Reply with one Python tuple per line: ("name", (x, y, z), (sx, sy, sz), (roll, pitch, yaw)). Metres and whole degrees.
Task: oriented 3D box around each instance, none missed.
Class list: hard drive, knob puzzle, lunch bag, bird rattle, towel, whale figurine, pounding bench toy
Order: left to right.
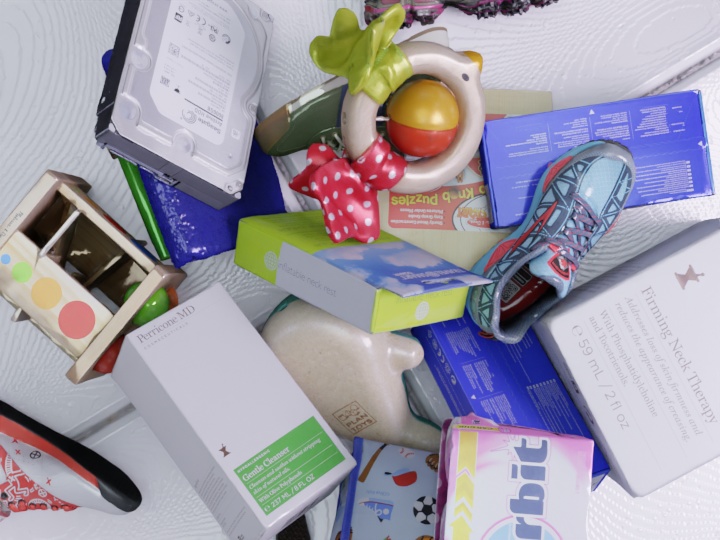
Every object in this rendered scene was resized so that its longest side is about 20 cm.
("pounding bench toy", (-0.224, -0.017, 1.174), (0.156, 0.124, 0.200), (40, 91, 1))
("hard drive", (-0.150, -0.171, 1.140), (0.139, 0.038, 0.202), (28, 57, -32))
("towel", (-0.149, -0.110, 1.179), (0.049, 0.147, 0.202), (-23, 86, 45))
("whale figurine", (-0.004, 0.096, 1.191), (0.158, 0.104, 0.200), (-34, 111, 27))
("bird rattle", (0.031, -0.121, 1.095), (0.161, 0.113, 0.203), (-1, 101, -18))
("lunch bag", (0.054, 0.261, 1.120), (0.168, 0.124, 0.202), (11, 61, -2))
("knob puzzle", (0.088, -0.068, 1.212), (0.217, 0.030, 0.223), (0, 90, 1))

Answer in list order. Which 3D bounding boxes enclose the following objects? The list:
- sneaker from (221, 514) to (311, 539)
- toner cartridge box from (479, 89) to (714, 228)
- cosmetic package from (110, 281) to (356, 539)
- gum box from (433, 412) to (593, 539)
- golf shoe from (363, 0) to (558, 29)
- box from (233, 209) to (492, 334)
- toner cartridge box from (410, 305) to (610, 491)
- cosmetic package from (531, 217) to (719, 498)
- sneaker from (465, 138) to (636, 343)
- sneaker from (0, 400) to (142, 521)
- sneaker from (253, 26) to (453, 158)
("sneaker", (-0.096, 0.242, 1.209), (0.084, 0.073, 0.203), (1, 97, 32))
("toner cartridge box", (0.209, -0.099, 1.167), (0.197, 0.043, 0.096), (-8, 92, -1))
("cosmetic package", (-0.111, 0.126, 1.111), (0.107, 0.085, 0.201), (-32, 77, -32))
("gum box", (0.117, 0.217, 1.028), (0.112, 0.066, 0.203), (5, 86, -4))
("golf shoe", (0.098, -0.277, 1.192), (0.197, 0.073, 0.093), (-4, 88, 2))
("box", (0.000, 0.000, 1.122), (0.199, 0.121, 0.048), (26, 114, 39))
("toner cartridge box", (0.129, 0.112, 1.146), (0.094, 0.043, 0.201), (-12, 58, -23))
("cosmetic package", (0.274, 0.069, 1.140), (0.199, 0.166, 0.169), (-28, 89, 0))
("sneaker", (0.169, -0.016, 1.098), (0.079, 0.096, 0.201), (30, 109, -17))
("sneaker", (-0.307, 0.203, 1.206), (0.200, 0.067, 0.109), (29, 92, 5))
("sneaker", (0.009, -0.134, 1.165), (0.199, 0.067, 0.091), (-28, 84, -2))
